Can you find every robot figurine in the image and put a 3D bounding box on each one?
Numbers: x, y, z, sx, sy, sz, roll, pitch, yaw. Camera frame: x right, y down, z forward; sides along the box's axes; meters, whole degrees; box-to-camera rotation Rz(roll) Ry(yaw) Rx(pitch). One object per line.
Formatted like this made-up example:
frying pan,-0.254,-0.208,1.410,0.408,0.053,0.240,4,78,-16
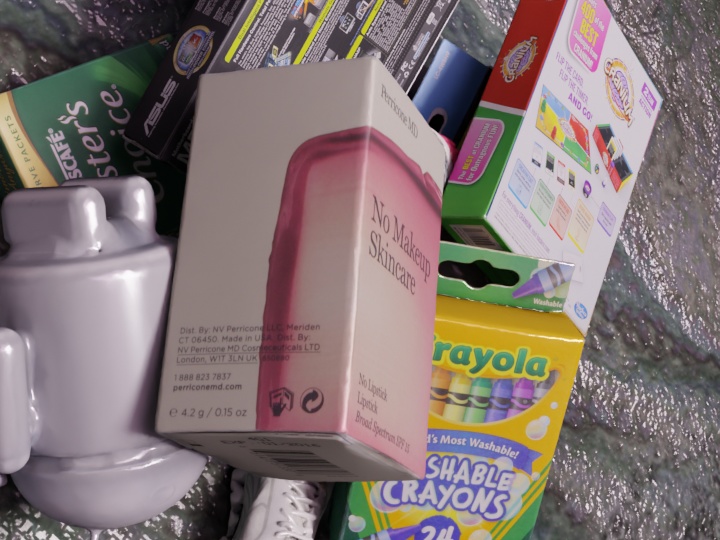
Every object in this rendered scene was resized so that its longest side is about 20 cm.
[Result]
robot figurine,-0.141,0.052,0.696,0.169,0.112,0.203,-17,104,-54

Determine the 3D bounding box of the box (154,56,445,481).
box,-0.026,0.005,0.698,0.128,0.108,0.203,40,51,-62

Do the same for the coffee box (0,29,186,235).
coffee box,-0.141,-0.080,0.830,0.199,0.044,0.124,-27,96,-37

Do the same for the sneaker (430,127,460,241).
sneaker,0.000,0.000,0.823,0.074,0.080,0.202,12,97,-65

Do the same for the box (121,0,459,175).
box,-0.036,-0.133,0.802,0.160,0.044,0.202,27,93,-49

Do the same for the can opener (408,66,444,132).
can opener,0.083,-0.106,0.993,0.198,0.053,0.068,14,66,-32

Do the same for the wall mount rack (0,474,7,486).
wall mount rack,-0.285,0.074,0.675,0.171,0.075,0.203,-13,84,-4

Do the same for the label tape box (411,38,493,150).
label tape box,0.093,-0.061,0.953,0.199,0.066,0.145,28,88,-25

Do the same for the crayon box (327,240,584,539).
crayon box,0.059,0.088,0.797,0.124,0.052,0.203,9,106,-10

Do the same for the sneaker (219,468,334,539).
sneaker,-0.053,0.166,0.811,0.075,0.081,0.201,38,58,-20

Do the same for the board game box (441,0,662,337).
board game box,0.135,-0.080,0.869,0.153,0.040,0.202,45,60,-42

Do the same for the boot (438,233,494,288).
boot,0.056,0.034,0.881,0.180,0.072,0.203,-19,116,-35
